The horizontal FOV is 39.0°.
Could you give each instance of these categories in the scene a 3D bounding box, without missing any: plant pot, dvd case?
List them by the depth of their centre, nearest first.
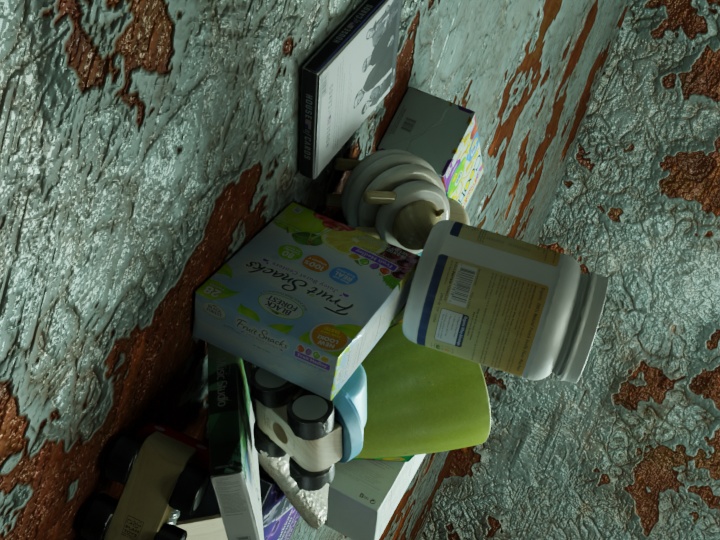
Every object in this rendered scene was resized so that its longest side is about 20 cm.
[{"bbox_3d":[-0.009,-0.217,1.140,0.200,0.025,0.151,-53,160,-37],"label":"dvd case"},{"bbox_3d":[0.035,0.162,1.292,0.199,0.187,0.187,-17,144,-14],"label":"plant pot"}]

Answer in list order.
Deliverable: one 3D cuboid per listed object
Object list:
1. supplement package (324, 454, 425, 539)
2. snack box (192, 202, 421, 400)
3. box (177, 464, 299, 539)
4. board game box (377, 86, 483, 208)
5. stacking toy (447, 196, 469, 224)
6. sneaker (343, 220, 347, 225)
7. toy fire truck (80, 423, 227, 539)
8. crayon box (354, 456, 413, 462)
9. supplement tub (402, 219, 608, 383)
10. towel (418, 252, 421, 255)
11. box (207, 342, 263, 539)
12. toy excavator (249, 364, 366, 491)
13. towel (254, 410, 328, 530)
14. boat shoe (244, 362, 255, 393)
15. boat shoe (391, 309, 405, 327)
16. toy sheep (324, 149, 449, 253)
[{"bbox_3d":[-0.014,0.260,1.494,0.200,0.191,0.147,-55,162,-33],"label":"supplement package"},{"bbox_3d":[-0.053,0.026,1.078,0.200,0.168,0.068,-50,157,-47],"label":"snack box"},{"bbox_3d":[-0.152,0.303,1.268,0.148,0.104,0.200,-66,165,0],"label":"box"},{"bbox_3d":[0.105,-0.157,1.448,0.105,0.103,0.200,-63,164,-11],"label":"board game box"},{"bbox_3d":[0.105,-0.034,1.472,0.086,0.085,0.200,-61,172,-17],"label":"stacking toy"},{"bbox_3d":[0.014,-0.076,1.346,0.200,0.075,0.085,-38,139,-67],"label":"sneaker"},{"bbox_3d":[-0.194,0.252,1.063,0.200,0.128,0.176,-29,141,-83],"label":"toy fire truck"},{"bbox_3d":[0.013,0.161,1.412,0.058,0.118,0.201,119,-27,-59],"label":"crayon box"},{"bbox_3d":[0.159,0.037,1.121,0.144,0.199,0.145,18,90,-81],"label":"supplement tub"},{"bbox_3d":[0.000,0.000,1.282,0.200,0.146,0.022,-26,99,-70],"label":"towel"},{"bbox_3d":[-0.130,0.182,1.057,0.200,0.036,0.145,-104,-174,-50],"label":"box"},{"bbox_3d":[-0.035,0.117,1.107,0.200,0.194,0.100,-26,133,-32],"label":"toy excavator"},{"bbox_3d":[-0.082,0.220,1.257,0.034,0.133,0.200,-33,-164,8],"label":"towel"},{"bbox_3d":[-0.098,0.121,1.246,0.057,0.067,0.200,-50,172,5],"label":"boat shoe"},{"bbox_3d":[-0.034,0.070,1.304,0.201,0.072,0.061,-12,166,-33],"label":"boat shoe"},{"bbox_3d":[0.035,-0.087,1.236,0.138,0.200,0.138,-13,129,-17],"label":"toy sheep"}]
